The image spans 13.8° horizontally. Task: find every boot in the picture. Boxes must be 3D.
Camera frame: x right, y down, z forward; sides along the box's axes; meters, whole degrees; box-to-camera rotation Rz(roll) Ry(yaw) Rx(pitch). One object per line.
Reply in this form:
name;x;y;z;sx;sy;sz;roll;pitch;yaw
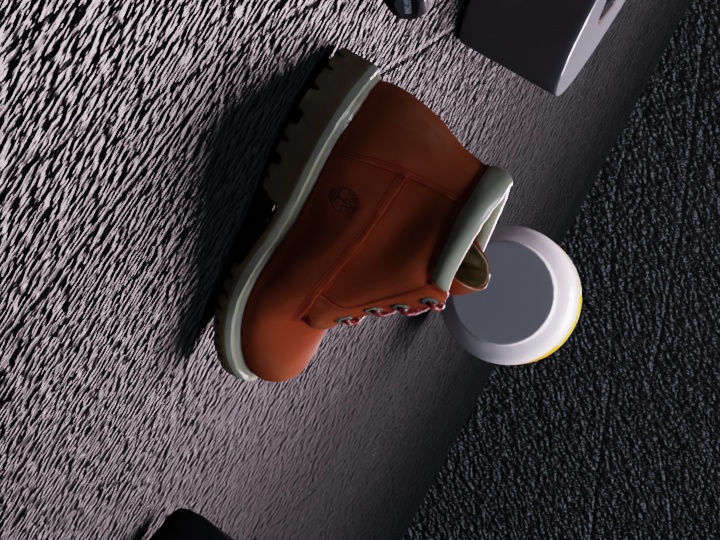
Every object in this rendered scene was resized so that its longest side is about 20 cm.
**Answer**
boot;0.000;0.000;1.343;0.075;0.107;0.200;-57;175;-41

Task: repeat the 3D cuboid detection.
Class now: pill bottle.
pill bottle;0.120;0.020;2.393;0.111;0.111;0.200;-60;174;2

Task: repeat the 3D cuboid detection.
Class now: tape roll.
tape roll;0.132;-0.200;1.670;0.201;0.066;0.200;-58;174;-9

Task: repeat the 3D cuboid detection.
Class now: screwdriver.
screwdriver;0.021;-0.131;1.221;0.028;0.029;0.200;-60;179;-5

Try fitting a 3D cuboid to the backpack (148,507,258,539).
backpack;-0.097;0.255;1.606;0.154;0.163;0.200;-44;172;-37
